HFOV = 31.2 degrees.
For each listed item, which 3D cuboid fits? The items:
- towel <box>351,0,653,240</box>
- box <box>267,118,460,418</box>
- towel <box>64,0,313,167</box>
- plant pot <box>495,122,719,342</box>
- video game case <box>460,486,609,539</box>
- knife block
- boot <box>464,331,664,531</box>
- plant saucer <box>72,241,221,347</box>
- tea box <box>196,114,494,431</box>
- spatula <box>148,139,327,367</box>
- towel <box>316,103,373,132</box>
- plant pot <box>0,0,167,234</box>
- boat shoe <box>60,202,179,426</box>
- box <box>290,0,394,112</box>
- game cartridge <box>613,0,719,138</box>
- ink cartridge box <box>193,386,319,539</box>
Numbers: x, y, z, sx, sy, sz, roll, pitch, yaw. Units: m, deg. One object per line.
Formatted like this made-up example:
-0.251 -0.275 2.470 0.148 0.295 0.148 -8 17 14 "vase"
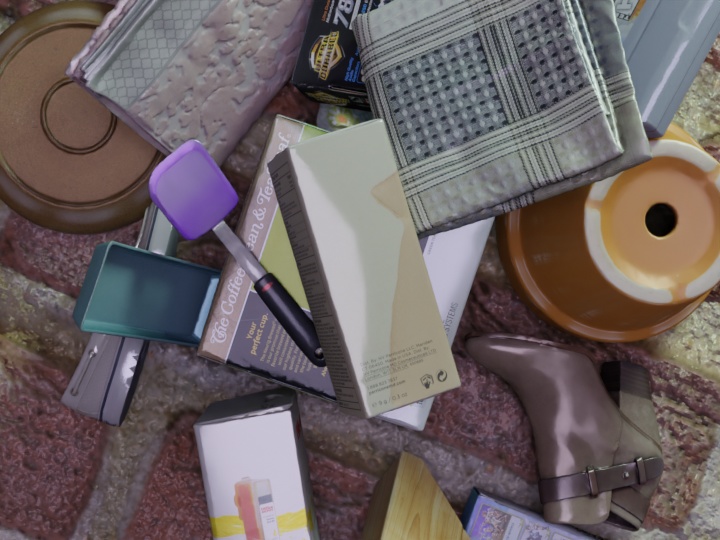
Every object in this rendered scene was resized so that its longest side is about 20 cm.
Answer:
0.100 -0.139 0.951 0.198 0.035 0.195 -19 70 16 "towel"
0.000 0.000 0.950 0.077 0.095 0.203 -17 92 -13 "box"
-0.116 -0.187 1.039 0.032 0.191 0.201 40 92 33 "towel"
0.223 -0.037 1.055 0.197 0.183 0.203 0 91 -4 "plant pot"
0.146 0.317 1.127 0.179 0.045 0.202 22 90 -4 "video game case"
0.019 0.258 1.028 0.174 0.064 0.201 -8 55 -40 "knife block"
0.173 0.142 1.102 0.197 0.070 0.148 13 77 -14 "boot"
-0.167 0.021 1.035 0.019 0.200 0.071 19 90 20 "plant saucer"
-0.013 0.001 1.067 0.194 0.134 0.202 20 90 -4 "tea box"
-0.086 -0.006 0.985 0.056 0.021 0.201 -38 92 -6 "spatula"
0.064 -0.187 1.111 0.169 0.048 0.203 16 90 -4 "towel"
-0.240 -0.132 1.104 0.197 0.027 0.203 0 92 -3 "plant pot"
-0.206 0.027 1.091 0.069 0.071 0.203 17 95 -2 "boat shoe"
0.061 -0.222 1.032 0.196 0.050 0.203 11 81 25 "box"
0.176 -0.181 1.013 0.041 0.199 0.134 35 86 -48 "game cartridge"
-0.078 0.207 1.062 0.082 0.145 0.203 -9 91 -2 "ink cartridge box"
